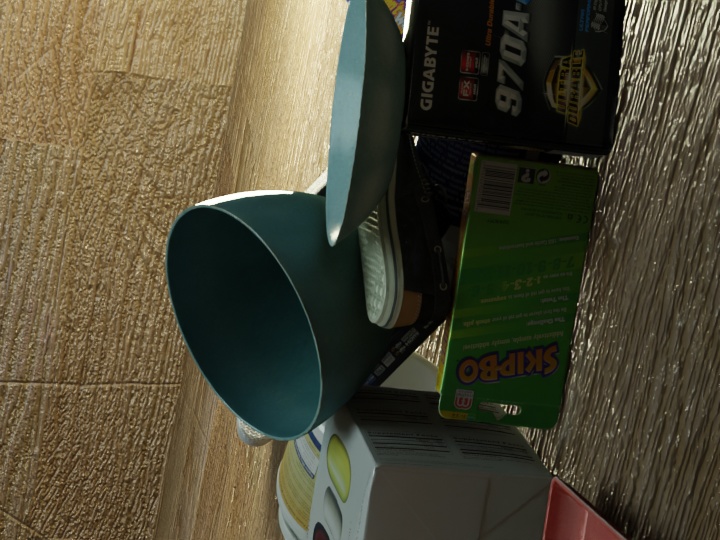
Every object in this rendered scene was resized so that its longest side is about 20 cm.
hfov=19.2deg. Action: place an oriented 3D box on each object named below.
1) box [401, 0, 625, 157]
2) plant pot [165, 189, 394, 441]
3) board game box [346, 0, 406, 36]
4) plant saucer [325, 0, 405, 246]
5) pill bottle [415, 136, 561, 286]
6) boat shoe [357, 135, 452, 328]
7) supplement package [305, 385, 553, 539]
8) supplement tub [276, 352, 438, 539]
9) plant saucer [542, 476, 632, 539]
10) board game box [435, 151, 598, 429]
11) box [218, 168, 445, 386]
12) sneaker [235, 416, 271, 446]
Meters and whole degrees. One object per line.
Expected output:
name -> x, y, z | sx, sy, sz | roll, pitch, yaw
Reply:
box -> 0.114, -0.190, 1.566 | 0.046, 0.158, 0.201 | 167, 110, -79
plant pot -> -0.043, 0.018, 1.705 | 0.200, 0.134, 0.201 | 34, 137, 39
board game box -> 0.058, -0.168, 1.820 | 0.135, 0.045, 0.200 | 54, -177, -38
plant saucer -> 0.006, -0.116, 1.567 | 0.201, 0.039, 0.202 | -174, 90, -84
pill bottle -> 0.100, -0.089, 1.690 | 0.116, 0.115, 0.201 | -102, 22, -59
boat shoe -> 0.035, -0.041, 1.634 | 0.075, 0.062, 0.201 | 116, 156, -51
supplement package -> 0.047, 0.213, 1.699 | 0.200, 0.146, 0.192 | -124, 41, -72
supplement tub -> 0.002, 0.177, 1.959 | 0.200, 0.144, 0.145 | 110, 163, -48
plant saucer -> 0.154, 0.257, 1.414 | 0.200, 0.037, 0.200 | -140, 57, -78
board game box -> 0.116, 0.017, 1.597 | 0.030, 0.095, 0.201 | -140, 58, -78
box -> 0.000, 0.000, 1.816 | 0.200, 0.160, 0.044 | -44, 15, 0
sneaker -> -0.137, 0.172, 2.872 | 0.115, 0.075, 0.200 | 109, 169, -49
